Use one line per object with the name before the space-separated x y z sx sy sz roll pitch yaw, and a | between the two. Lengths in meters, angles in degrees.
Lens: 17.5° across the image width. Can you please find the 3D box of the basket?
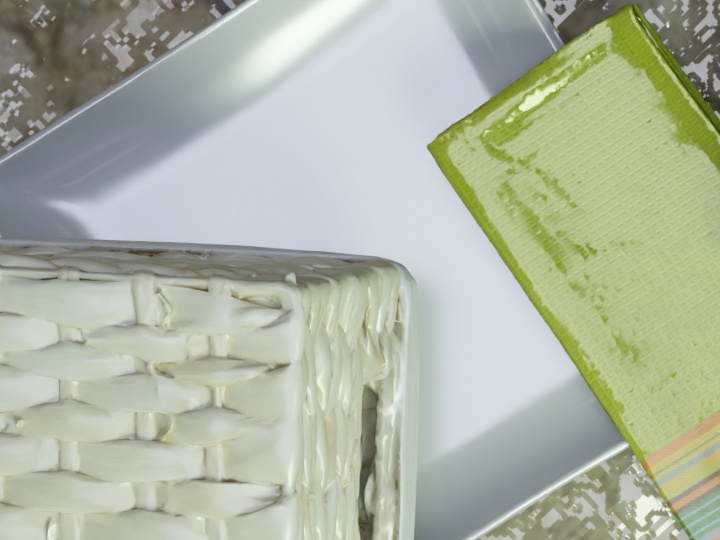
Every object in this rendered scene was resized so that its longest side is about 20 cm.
basket | -0.091 0.059 0.724 0.199 0.123 0.136 2 91 14

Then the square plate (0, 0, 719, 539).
square plate | 0.000 0.000 0.791 0.200 0.028 0.199 -33 84 5

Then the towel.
towel | 0.111 0.017 0.755 0.086 0.018 0.200 -34 85 1
